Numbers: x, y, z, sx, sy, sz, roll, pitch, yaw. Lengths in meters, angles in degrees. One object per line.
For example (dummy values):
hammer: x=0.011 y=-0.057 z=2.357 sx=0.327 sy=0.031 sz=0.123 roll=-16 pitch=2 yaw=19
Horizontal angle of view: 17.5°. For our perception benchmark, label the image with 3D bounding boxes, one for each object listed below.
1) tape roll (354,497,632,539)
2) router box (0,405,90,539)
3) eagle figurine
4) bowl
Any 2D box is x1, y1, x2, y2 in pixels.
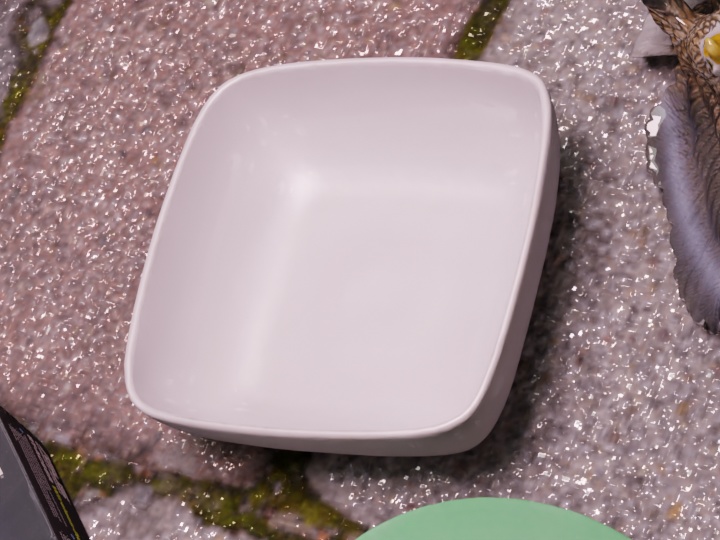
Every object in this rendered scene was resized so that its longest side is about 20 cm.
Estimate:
tape roll: x=0.059 y=0.189 z=0.931 sx=0.199 sy=0.048 sz=0.201 roll=7 pitch=53 yaw=-9
router box: x=-0.188 y=0.182 z=1.106 sx=0.150 sy=0.062 sz=0.200 roll=-35 pitch=54 yaw=2
eagle figurine: x=0.184 y=-0.082 z=1.061 sx=0.201 sy=0.151 sz=0.152 roll=58 pitch=139 yaw=8
bowl: x=0.000 y=0.000 z=1.114 sx=0.199 sy=0.075 sz=0.201 roll=2 pitch=64 yaw=26
